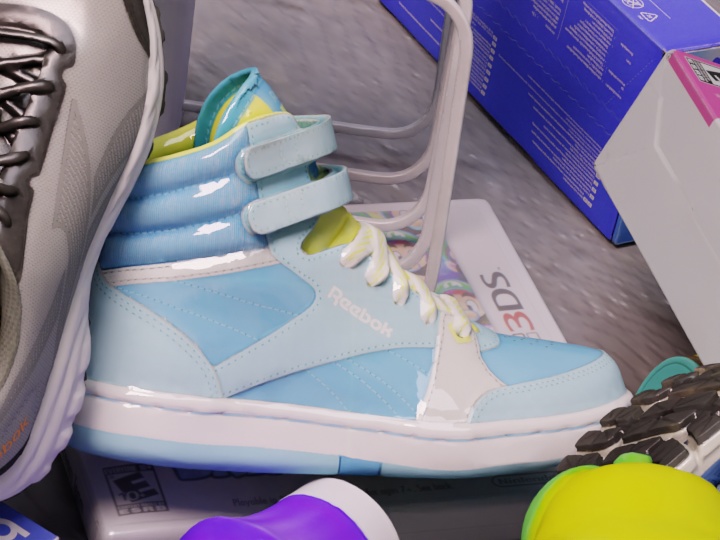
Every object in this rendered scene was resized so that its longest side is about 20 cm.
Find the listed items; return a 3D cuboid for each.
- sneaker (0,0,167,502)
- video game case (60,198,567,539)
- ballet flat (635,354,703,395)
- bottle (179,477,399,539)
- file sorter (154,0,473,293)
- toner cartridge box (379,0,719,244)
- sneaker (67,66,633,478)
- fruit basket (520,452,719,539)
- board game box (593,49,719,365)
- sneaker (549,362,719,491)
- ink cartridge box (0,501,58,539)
[{"bbox_3d":[-0.109,-0.028,0.857,0.074,0.200,0.079,8,-6,11],"label":"sneaker"},{"bbox_3d":[-0.018,0.036,1.017,0.200,0.024,0.182,-3,38,-19],"label":"video game case"},{"bbox_3d":[0.150,0.102,0.945,0.067,0.067,0.200,29,24,-31],"label":"ballet flat"},{"bbox_3d":[-0.063,0.126,0.843,0.083,0.065,0.200,30,40,26],"label":"bottle"},{"bbox_3d":[-0.024,-0.081,1.042,0.124,0.139,0.200,8,24,-1],"label":"file sorter"},{"bbox_3d":[0.080,-0.107,1.181,0.043,0.095,0.200,-12,42,-29],"label":"toner cartridge box"},{"bbox_3d":[0.000,0.000,0.927,0.200,0.131,0.080,2,5,-15],"label":"sneaker"},{"bbox_3d":[0.078,0.143,0.740,0.155,0.216,0.216,-19,45,-35],"label":"fruit basket"},{"bbox_3d":[0.203,0.005,1.036,0.200,0.064,0.148,17,31,-28],"label":"board game box"},{"bbox_3d":[0.097,0.105,0.885,0.200,0.089,0.079,-47,17,-23],"label":"sneaker"},{"bbox_3d":[-0.190,0.121,0.836,0.094,0.044,0.200,29,39,21],"label":"ink cartridge box"}]
